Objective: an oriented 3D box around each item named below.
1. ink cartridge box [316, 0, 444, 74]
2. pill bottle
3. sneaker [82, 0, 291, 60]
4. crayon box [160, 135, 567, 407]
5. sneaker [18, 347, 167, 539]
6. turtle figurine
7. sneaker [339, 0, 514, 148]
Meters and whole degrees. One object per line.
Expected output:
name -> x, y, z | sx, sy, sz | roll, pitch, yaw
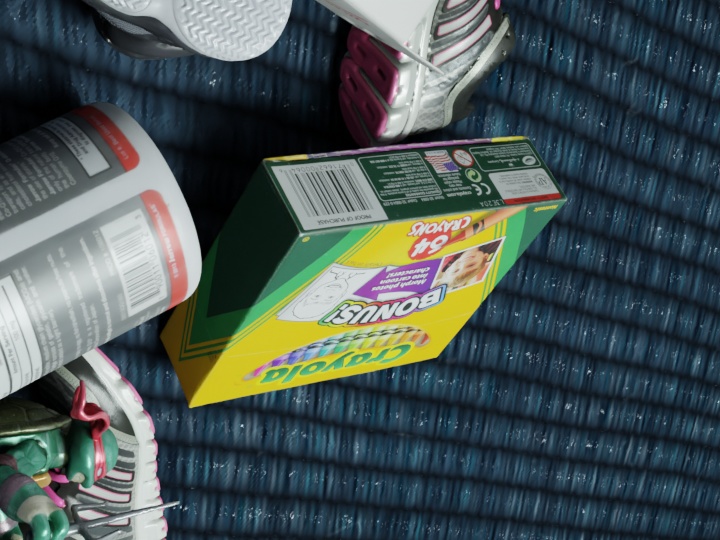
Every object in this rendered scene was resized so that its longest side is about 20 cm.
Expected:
ink cartridge box -> -0.026, -0.186, 0.797 | 0.200, 0.117, 0.068 | 30, 95, -47
pill bottle -> -0.191, 0.004, 0.788 | 0.199, 0.116, 0.116 | -28, 133, -23
sneaker -> -0.133, -0.158, 0.757 | 0.199, 0.114, 0.076 | 30, 81, -12
crayon box -> 0.000, 0.000, 0.944 | 0.199, 0.059, 0.173 | -8, 147, -36
sneaker -> -0.171, 0.119, 0.913 | 0.087, 0.074, 0.201 | -32, 139, -28
turtle figurine -> -0.201, 0.117, 0.829 | 0.198, 0.101, 0.150 | -3, 159, -13
sneaker -> 0.052, -0.164, 0.904 | 0.087, 0.074, 0.201 | -8, 127, -36
